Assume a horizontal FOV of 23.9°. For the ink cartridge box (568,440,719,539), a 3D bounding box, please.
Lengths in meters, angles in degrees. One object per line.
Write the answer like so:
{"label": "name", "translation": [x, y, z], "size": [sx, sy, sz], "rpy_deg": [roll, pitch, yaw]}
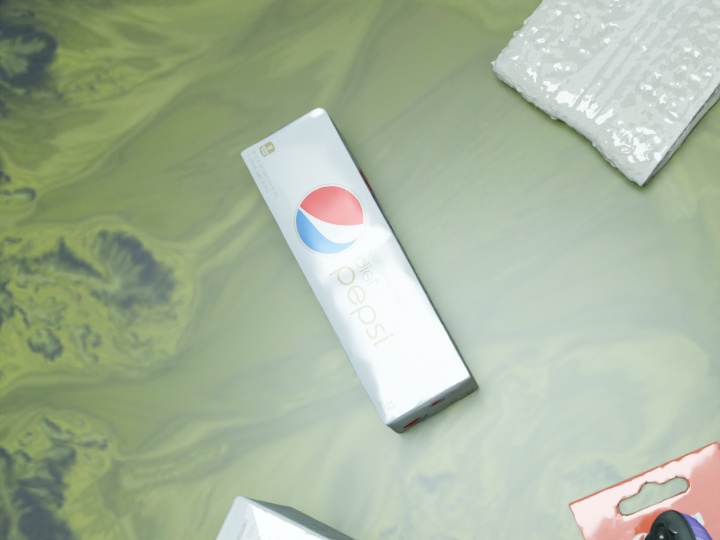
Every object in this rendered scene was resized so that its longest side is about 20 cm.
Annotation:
{"label": "ink cartridge box", "translation": [0.212, 0.214, 1.024], "size": [0.108, 0.050, 0.201], "rpy_deg": [-23, 78, 4]}

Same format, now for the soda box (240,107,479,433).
{"label": "soda box", "translation": [0.000, 0.000, 1.084], "size": [0.063, 0.068, 0.201], "rpy_deg": [-30, 77, 3]}

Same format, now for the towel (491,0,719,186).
{"label": "towel", "translation": [0.193, -0.170, 1.103], "size": [0.132, 0.034, 0.200], "rpy_deg": [38, 89, 14]}

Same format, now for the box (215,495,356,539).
{"label": "box", "translation": [0.005, 0.226, 1.001], "size": [0.199, 0.152, 0.107], "rpy_deg": [26, 84, 12]}

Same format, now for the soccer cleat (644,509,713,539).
{"label": "soccer cleat", "translation": [0.223, 0.229, 0.969], "size": [0.073, 0.068, 0.201], "rpy_deg": [-14, 73, -18]}
